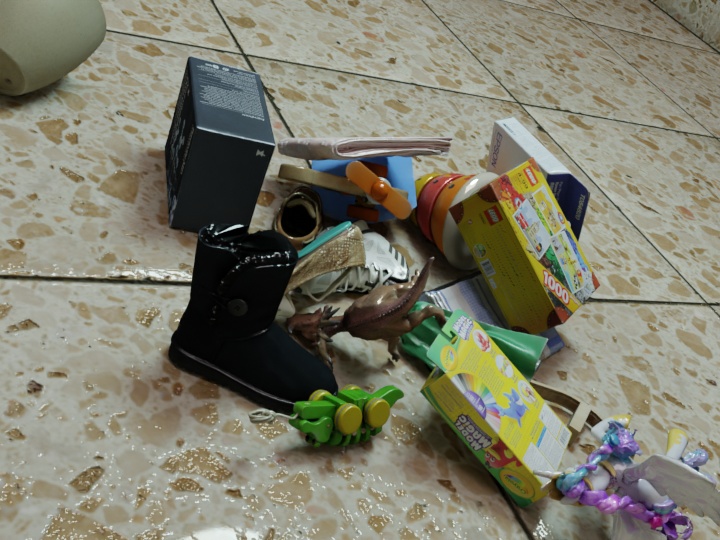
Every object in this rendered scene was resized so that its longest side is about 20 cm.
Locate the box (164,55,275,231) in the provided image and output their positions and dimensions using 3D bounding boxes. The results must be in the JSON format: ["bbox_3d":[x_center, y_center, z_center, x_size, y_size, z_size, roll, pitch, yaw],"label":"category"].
[{"bbox_3d":[-0.192,-0.164,1.256,0.105,0.150,0.201,10,34,-21],"label":"box"}]

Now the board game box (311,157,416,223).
[{"bbox_3d":[0.003,-0.124,1.427,0.155,0.039,0.202,-2,44,-1],"label":"board game box"}]

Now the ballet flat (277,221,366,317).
[{"bbox_3d":[-0.077,0.016,1.105,0.066,0.198,0.070,62,-6,-10],"label":"ballet flat"}]

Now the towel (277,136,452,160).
[{"bbox_3d":[0.002,-0.172,1.326,0.188,0.033,0.199,-4,8,-27],"label":"towel"}]

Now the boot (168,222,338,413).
[{"bbox_3d":[-0.094,0.050,0.988,0.197,0.170,0.077,21,31,-6],"label":"boot"}]

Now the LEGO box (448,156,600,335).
[{"bbox_3d":[0.222,-0.030,1.266,0.148,0.077,0.202,-32,94,-52],"label":"LEGO box"}]

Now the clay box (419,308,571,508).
[{"bbox_3d":[0.145,0.149,1.052,0.200,0.047,0.115,48,36,-3],"label":"clay box"}]

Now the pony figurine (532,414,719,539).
[{"bbox_3d":[0.301,0.237,1.006,0.192,0.169,0.199,30,29,30],"label":"pony figurine"}]

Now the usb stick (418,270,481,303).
[{"bbox_3d":[0.135,0.037,1.294,0.055,0.033,0.198,42,36,24],"label":"usb stick"}]

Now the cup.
[{"bbox_3d":[-0.471,-0.328,1.296,0.197,0.201,0.145,23,58,-2],"label":"cup"}]

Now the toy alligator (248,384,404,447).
[{"bbox_3d":[-0.034,0.159,0.979,0.198,0.055,0.059,-5,14,-39],"label":"toy alligator"}]

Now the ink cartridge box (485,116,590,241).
[{"bbox_3d":[0.250,-0.091,1.405,0.040,0.202,0.201,-16,44,-22],"label":"ink cartridge box"}]

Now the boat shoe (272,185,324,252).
[{"bbox_3d":[-0.079,-0.063,1.254,0.074,0.075,0.201,20,32,-6],"label":"boat shoe"}]

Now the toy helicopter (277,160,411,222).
[{"bbox_3d":[-0.018,-0.110,1.245,0.197,0.080,0.131,9,6,-38],"label":"toy helicopter"}]

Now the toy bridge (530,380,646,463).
[{"bbox_3d":[0.268,0.188,1.167,0.198,0.027,0.067,34,32,12],"label":"toy bridge"}]

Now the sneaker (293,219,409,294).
[{"bbox_3d":[0.000,0.000,1.215,0.114,0.077,0.200,32,30,16],"label":"sneaker"}]

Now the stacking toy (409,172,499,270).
[{"bbox_3d":[0.114,-0.099,1.422,0.145,0.149,0.199,-11,28,-44],"label":"stacking toy"}]

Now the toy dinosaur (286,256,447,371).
[{"bbox_3d":[0.010,0.055,1.075,0.134,0.199,0.087,-6,71,-37],"label":"toy dinosaur"}]

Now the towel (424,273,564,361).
[{"bbox_3d":[0.184,0.068,1.258,0.198,0.024,0.148,-16,66,-47],"label":"towel"}]

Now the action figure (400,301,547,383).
[{"bbox_3d":[0.119,0.095,1.153,0.198,0.120,0.055,26,7,18],"label":"action figure"}]
